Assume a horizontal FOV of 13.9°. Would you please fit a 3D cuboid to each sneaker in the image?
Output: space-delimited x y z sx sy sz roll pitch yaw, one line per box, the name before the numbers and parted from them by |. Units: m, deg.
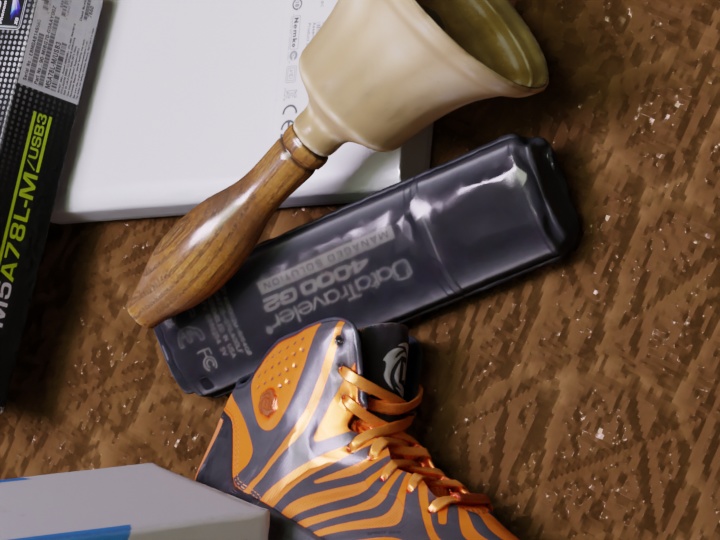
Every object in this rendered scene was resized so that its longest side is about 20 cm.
sneaker | 0.014 0.078 1.181 0.199 0.077 0.113 14 86 36

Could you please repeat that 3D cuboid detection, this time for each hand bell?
hand bell | -0.028 -0.047 1.216 0.200 0.104 0.104 -43 57 21

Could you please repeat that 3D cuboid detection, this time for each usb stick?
usb stick | 0.000 0.000 1.238 0.199 0.033 0.056 -23 89 28

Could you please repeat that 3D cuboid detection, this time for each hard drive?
hard drive | -0.055 -0.092 1.308 0.199 0.026 0.133 -3 75 34

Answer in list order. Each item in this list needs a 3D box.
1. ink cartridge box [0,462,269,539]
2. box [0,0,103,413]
ink cartridge box | -0.121 0.188 1.163 0.084 0.146 0.201 17 105 47
box | -0.214 -0.043 1.375 0.193 0.047 0.201 8 82 44
